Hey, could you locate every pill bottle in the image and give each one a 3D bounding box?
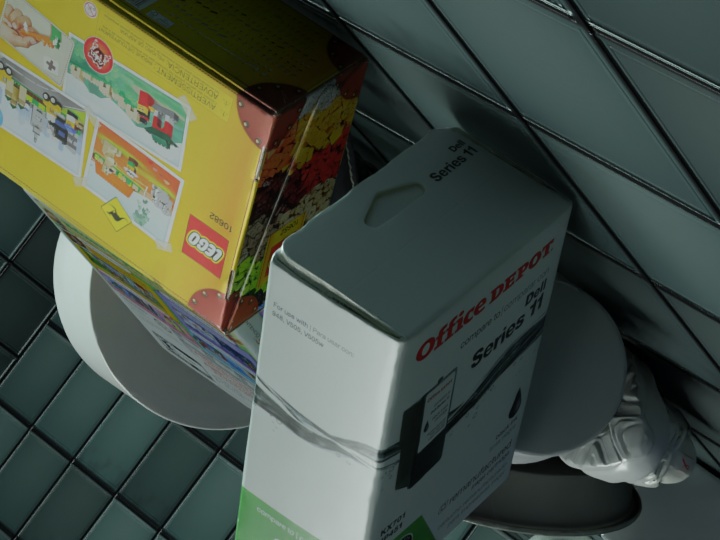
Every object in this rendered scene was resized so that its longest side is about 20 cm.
[{"bbox_3d":[0.080,0.052,1.376,0.114,0.114,0.200,38,173,-8],"label":"pill bottle"}]

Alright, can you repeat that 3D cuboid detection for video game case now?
[{"bbox_3d":[-0.094,0.031,1.409,0.200,0.022,0.182,31,165,42],"label":"video game case"}]

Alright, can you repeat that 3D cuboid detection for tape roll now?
[{"bbox_3d":[-0.118,0.008,1.771,0.202,0.203,0.139,39,173,-19],"label":"tape roll"}]

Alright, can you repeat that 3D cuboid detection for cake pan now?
[{"bbox_3d":[0.090,0.118,1.560,0.199,0.037,0.200,10,-165,-3],"label":"cake pan"}]

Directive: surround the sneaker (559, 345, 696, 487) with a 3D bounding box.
[{"bbox_3d":[0.169,0.095,1.452,0.099,0.078,0.200,31,-176,-8],"label":"sneaker"}]

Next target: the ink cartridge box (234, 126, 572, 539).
[{"bbox_3d":[0.019,0.051,1.176,0.083,0.146,0.201,31,137,23],"label":"ink cartridge box"}]

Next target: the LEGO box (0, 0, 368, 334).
[{"bbox_3d":[-0.108,-0.088,1.229,0.200,0.077,0.149,35,134,19],"label":"LEGO box"}]

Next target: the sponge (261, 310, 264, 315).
[{"bbox_3d":[-0.032,0.049,1.483,0.112,0.030,0.200,57,170,-26],"label":"sponge"}]

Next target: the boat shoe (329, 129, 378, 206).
[{"bbox_3d":[-0.007,-0.030,1.304,0.072,0.064,0.201,-112,14,-54],"label":"boat shoe"}]

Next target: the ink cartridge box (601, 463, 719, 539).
[{"bbox_3d":[0.268,0.219,1.692,0.146,0.086,0.200,34,172,26],"label":"ink cartridge box"}]

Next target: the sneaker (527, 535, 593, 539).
[{"bbox_3d":[0.187,0.259,1.659,0.200,0.081,0.146,44,180,17],"label":"sneaker"}]
